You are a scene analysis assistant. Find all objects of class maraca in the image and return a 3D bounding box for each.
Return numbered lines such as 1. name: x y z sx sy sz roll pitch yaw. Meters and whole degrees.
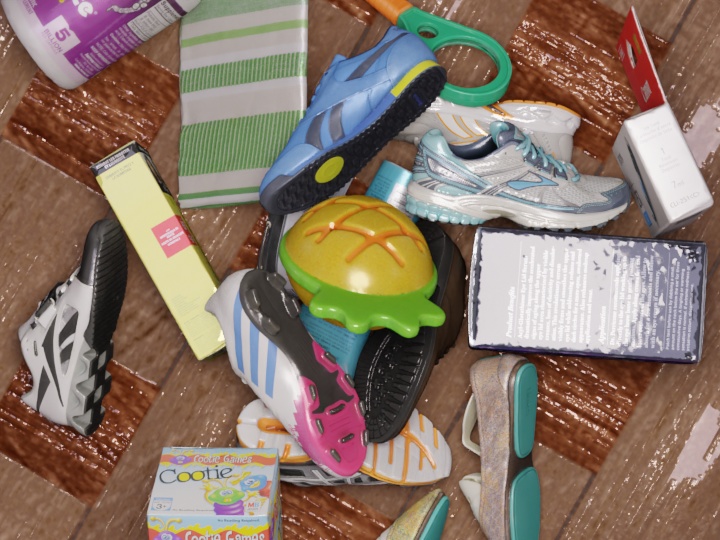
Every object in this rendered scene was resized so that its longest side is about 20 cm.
1. maraca: 0.002 0.003 1.639 0.136 0.200 0.107 2 117 -12

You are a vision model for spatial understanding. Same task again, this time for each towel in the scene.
1. towel: -0.104 -0.159 1.741 0.152 0.023 0.201 -4 84 38

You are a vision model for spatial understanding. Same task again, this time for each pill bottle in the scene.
1. pill bottle: -0.212 -0.259 1.736 0.200 0.112 0.113 -33 85 6

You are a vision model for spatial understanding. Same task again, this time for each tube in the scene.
1. tube: 0.000 0.000 1.751 0.077 0.050 0.201 27 92 11

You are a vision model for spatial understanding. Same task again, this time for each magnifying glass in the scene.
1. magnifying glass: 0.054 -0.215 1.740 0.079 0.022 0.200 -33 64 -29

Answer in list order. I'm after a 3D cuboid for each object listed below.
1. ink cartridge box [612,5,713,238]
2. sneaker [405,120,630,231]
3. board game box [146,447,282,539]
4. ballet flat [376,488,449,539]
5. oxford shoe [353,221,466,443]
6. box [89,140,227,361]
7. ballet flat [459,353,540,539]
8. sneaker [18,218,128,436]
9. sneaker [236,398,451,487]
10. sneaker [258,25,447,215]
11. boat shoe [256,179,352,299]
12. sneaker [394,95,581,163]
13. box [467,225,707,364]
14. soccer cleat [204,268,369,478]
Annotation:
1. ink cartridge box: 0.242 -0.121 1.667 0.045 0.200 0.177 -23 85 3
2. sneaker: 0.140 -0.083 1.681 0.199 0.078 0.087 1 106 -11
3. board game box: -0.120 0.263 1.665 0.104 0.103 0.201 0 117 3
4. ballet flat: 0.022 0.284 1.723 0.070 0.071 0.201 15 87 4
5. oxford shoe: 0.054 0.065 1.717 0.072 0.084 0.201 9 71 38
6. box: -0.169 -0.016 1.746 0.050 0.075 0.201 -29 84 1
7. ballet flat: 0.122 0.170 1.722 0.067 0.068 0.201 5 98 31
8. sneaker: -0.263 0.044 1.729 0.088 0.074 0.201 17 107 13
9. sneaker: -0.017 0.159 1.729 0.199 0.077 0.079 10 55 -10
10. sneaker: -0.020 -0.131 1.676 0.200 0.066 0.078 -42 65 -5
11. boat shoe: -0.050 -0.073 1.749 0.056 0.069 0.201 3 74 44
12. sneaker: 0.095 -0.109 1.740 0.199 0.076 0.092 5 91 4
13. box: 0.192 0.023 1.688 0.199 0.148 0.105 3 87 4
14. soccer cleat: -0.064 0.090 1.676 0.070 0.086 0.201 -32 96 -42
